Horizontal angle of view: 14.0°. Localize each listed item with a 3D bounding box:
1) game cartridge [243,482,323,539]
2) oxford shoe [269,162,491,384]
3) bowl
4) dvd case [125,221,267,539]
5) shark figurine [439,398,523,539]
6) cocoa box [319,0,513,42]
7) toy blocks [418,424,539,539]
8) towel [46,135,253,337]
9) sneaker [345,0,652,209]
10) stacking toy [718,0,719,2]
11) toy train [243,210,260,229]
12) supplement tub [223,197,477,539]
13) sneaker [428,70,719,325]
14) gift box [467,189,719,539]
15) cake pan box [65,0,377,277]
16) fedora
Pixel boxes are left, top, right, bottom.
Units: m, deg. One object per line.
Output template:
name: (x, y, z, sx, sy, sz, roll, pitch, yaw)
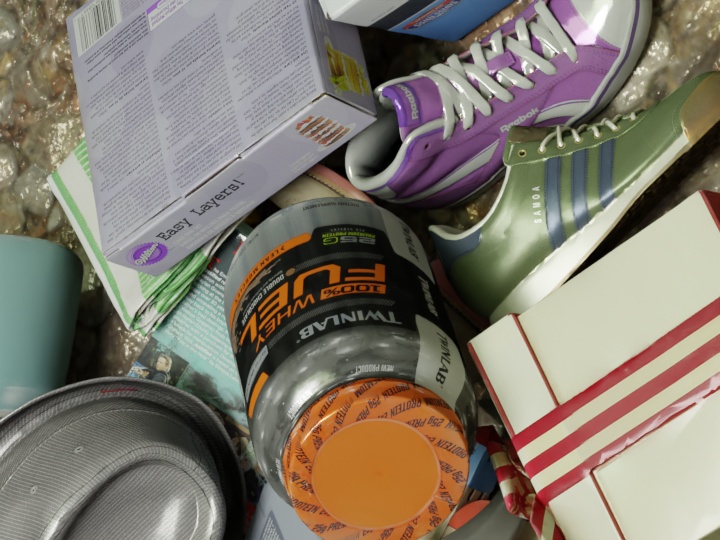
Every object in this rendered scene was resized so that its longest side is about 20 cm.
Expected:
game cartridge: (-0.051, 0.222, 1.750, 0.133, 0.041, 0.200, -111, 38, -61)
oxford shoe: (0.000, 0.000, 1.734, 0.200, 0.070, 0.075, 40, 88, 26)
bowl: (-0.265, 0.061, 1.853, 0.201, 0.201, 0.105, -25, 67, 32)
dvd case: (-0.074, 0.087, 1.802, 0.146, 0.022, 0.200, 35, 111, 8)
shark figurine: (0.041, 0.149, 1.614, 0.214, 0.090, 0.128, -44, 60, -4)
cocoa box: (0.067, -0.239, 1.675, 0.200, 0.131, 0.134, -33, 70, 30)
toy blocks: (0.095, 0.177, 1.674, 0.200, 0.100, 0.137, 28, 92, 41)
towel: (-0.105, -0.079, 1.787, 0.200, 0.023, 0.153, -49, 49, 21)
sneaker: (0.074, -0.105, 1.678, 0.200, 0.114, 0.073, -46, 63, 24)
stacking toy: (0.259, -0.220, 1.563, 0.146, 0.146, 0.200, 36, 91, 31)
toy train: (-0.080, -0.066, 1.821, 0.150, 0.056, 0.201, -15, 79, 34)
supplement tub: (-0.005, 0.056, 1.590, 0.123, 0.122, 0.200, -56, 24, 20)
sneaker: (0.120, -0.056, 1.647, 0.200, 0.067, 0.090, -46, 77, 14)
gift box: (0.181, 0.088, 1.552, 0.187, 0.184, 0.200, -35, 63, 27)
cake pan box: (-0.089, -0.118, 1.734, 0.200, 0.052, 0.185, -35, 49, 30)
fedora: (-0.154, 0.161, 1.744, 0.200, 0.090, 0.177, -36, 108, -5)
